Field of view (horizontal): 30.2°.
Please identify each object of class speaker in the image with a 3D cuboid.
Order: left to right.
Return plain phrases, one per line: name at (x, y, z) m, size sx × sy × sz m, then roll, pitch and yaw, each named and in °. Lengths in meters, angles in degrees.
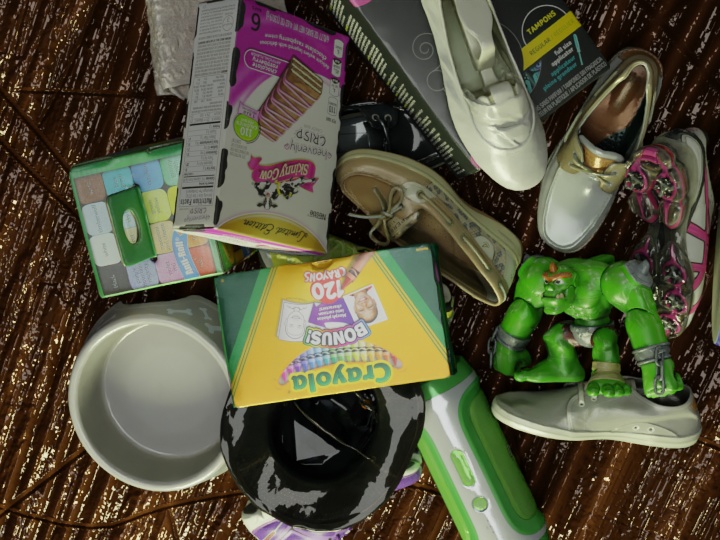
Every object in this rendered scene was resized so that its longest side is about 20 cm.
speaker at (0.108, 0.187, 1.278) m, size 0.088 × 0.088 × 0.201 m, roll -24°, pitch 96°, yaw 13°

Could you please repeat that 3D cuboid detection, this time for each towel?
towel at (-0.134, -0.254, 1.205) m, size 0.132 × 0.034 × 0.201 m, roll -8°, pitch 88°, yaw -31°

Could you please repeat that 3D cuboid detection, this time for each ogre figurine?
ogre figurine at (0.200, 0.047, 1.213) m, size 0.098 × 0.200 × 0.121 m, roll -1°, pitch 94°, yaw -24°

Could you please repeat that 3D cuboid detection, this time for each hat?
hat at (-0.034, 0.139, 1.259) m, size 0.199 × 0.081 × 0.202 m, roll 0°, pitch 91°, yaw 5°

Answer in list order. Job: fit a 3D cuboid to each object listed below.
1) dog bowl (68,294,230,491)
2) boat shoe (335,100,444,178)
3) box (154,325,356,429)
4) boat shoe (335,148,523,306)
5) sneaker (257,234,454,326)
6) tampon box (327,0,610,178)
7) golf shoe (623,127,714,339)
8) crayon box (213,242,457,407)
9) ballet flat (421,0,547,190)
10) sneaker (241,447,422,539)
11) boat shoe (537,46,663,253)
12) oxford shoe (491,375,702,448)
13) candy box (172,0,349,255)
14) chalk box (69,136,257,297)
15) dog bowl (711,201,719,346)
dog bowl at (-0.192, 0.122, 1.295) m, size 0.199 × 0.059 × 0.201 m, roll 2°, pitch 103°, yaw 10°
boat shoe at (0.002, -0.120, 1.244) m, size 0.198 × 0.066 × 0.075 m, roll 1°, pitch 101°, yaw 9°
box at (-0.096, 0.092, 1.320) m, size 0.199 × 0.035 × 0.111 m, roll -7°, pitch 100°, yaw 11°
boat shoe at (0.061, -0.041, 1.223) m, size 0.199 × 0.063 × 0.073 m, roll 29°, pitch 143°, yaw -11°
sneaker at (0.000, 0.000, 1.254) m, size 0.199 × 0.076 × 0.077 m, roll 23°, pitch 145°, yaw -4°
tampon box at (0.090, -0.205, 1.163) m, size 0.150 × 0.126 × 0.200 m, roll -38°, pitch 93°, yaw -4°
golf shoe at (0.291, -0.032, 1.208) m, size 0.072 × 0.092 × 0.201 m, roll 24°, pitch 132°, yaw 41°
crayon box at (-0.021, 0.049, 1.186) m, size 0.199 × 0.058 × 0.120 m, roll -9°, pitch 88°, yaw 9°
ballet flat at (0.099, -0.159, 1.068) m, size 0.069 × 0.069 × 0.201 m, roll -20°, pitch 92°, yaw 13°
sneaker at (-0.020, 0.226, 1.325) m, size 0.199 × 0.081 × 0.084 m, roll -26°, pitch 109°, yaw 23°
boat shoe at (0.213, -0.107, 1.210) m, size 0.074 × 0.068 × 0.201 m, roll 21°, pitch 104°, yaw 5°
oxford shoe at (0.223, 0.125, 1.252) m, size 0.199 × 0.075 × 0.058 m, roll 4°, pitch 113°, yaw 1°
candy box at (-0.084, -0.122, 1.160) m, size 0.061 × 0.136 × 0.201 m, roll 1°, pitch 83°, yaw 44°
chalk box at (-0.178, -0.054, 1.219) m, size 0.123 × 0.200 × 0.125 m, roll -11°, pitch 100°, yaw 11°
dog bowl at (0.349, -0.030, 1.135) m, size 0.078 × 0.200 × 0.201 m, roll 5°, pitch 102°, yaw 11°
